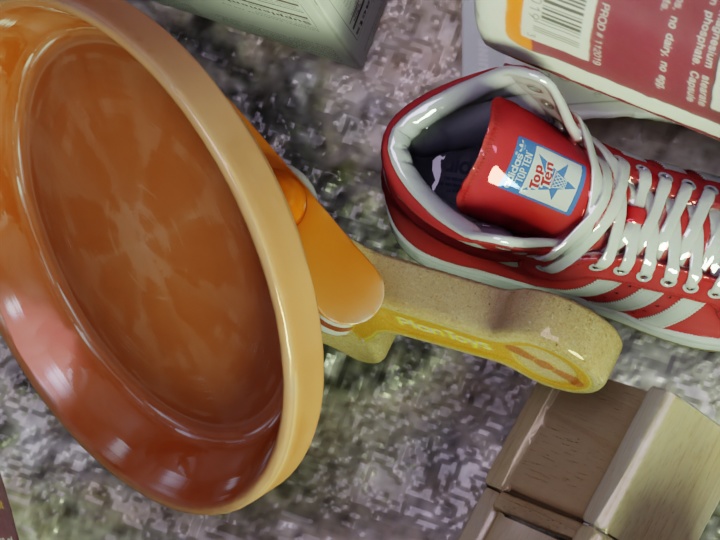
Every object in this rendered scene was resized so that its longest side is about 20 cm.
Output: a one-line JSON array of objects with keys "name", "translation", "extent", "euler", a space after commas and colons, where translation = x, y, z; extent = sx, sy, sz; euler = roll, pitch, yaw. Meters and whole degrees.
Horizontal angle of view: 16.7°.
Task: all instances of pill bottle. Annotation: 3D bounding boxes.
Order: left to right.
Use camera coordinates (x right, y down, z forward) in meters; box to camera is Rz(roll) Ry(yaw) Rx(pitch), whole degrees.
[{"name": "pill bottle", "translation": [0.152, -0.099, 0.878], "extent": [0.199, 0.114, 0.115], "euler": [23, 81, 17]}]

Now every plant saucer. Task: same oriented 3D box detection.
[{"name": "plant saucer", "translation": [-0.081, -0.009, 0.880], "extent": [0.032, 0.201, 0.201], "euler": [-27, 70, -35]}]

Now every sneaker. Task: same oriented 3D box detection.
[{"name": "sneaker", "translation": [0.101, -0.022, 0.912], "extent": [0.199, 0.113, 0.072], "euler": [9, 77, 10]}]

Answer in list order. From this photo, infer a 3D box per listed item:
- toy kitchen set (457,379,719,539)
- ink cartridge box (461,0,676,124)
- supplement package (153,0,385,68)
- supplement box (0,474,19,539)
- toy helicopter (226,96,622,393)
[{"name": "toy kitchen set", "translation": [0.036, 0.111, 0.822], "extent": [0.163, 0.180, 0.201], "euler": [16, 75, 56]}, {"name": "ink cartridge box", "translation": [0.141, -0.131, 0.973], "extent": [0.199, 0.047, 0.161], "euler": [-3, 76, 14]}, {"name": "supplement package", "translation": [-0.074, -0.193, 0.979], "extent": [0.199, 0.111, 0.157], "euler": [18, 84, 12]}, {"name": "supplement box", "translation": [-0.162, 0.143, 0.780], "extent": [0.110, 0.086, 0.201], "euler": [-25, 73, 22]}, {"name": "toy helicopter", "translation": [0.000, 0.000, 0.893], "extent": [0.199, 0.132, 0.079], "euler": [16, 66, 25]}]
